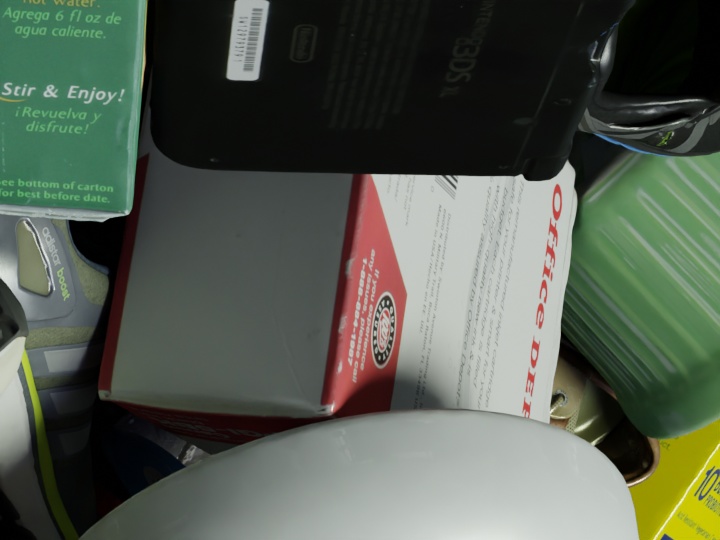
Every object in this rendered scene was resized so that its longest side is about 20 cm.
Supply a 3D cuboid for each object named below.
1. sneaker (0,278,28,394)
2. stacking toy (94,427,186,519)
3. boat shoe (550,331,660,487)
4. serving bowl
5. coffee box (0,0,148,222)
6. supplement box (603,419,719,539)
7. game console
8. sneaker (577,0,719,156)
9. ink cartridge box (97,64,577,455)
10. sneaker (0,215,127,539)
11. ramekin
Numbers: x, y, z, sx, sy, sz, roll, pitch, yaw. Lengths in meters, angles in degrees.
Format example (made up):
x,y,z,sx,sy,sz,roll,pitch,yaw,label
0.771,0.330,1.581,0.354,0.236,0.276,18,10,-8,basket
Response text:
x,y,z,sx,sy,sz,roll,pitch,yaw,label
-0.183,0.058,0.668,0.199,0.070,0.094,-26,150,-20,sneaker
-0.117,0.162,0.900,0.200,0.116,0.110,-38,146,-3,stacking toy
0.062,0.046,1.031,0.200,0.074,0.076,17,115,-48,boat shoe
-0.001,0.126,0.782,0.199,0.066,0.201,-11,146,-8,serving bowl
-0.070,-0.127,0.613,0.123,0.044,0.201,-92,-172,-46,coffee box
0.152,0.046,1.170,0.200,0.109,0.109,-55,153,0,supplement box
0.035,-0.110,0.643,0.200,0.175,0.117,105,-14,-70,game console
0.110,-0.071,0.825,0.199,0.082,0.071,-2,99,-49,sneaker
0.000,0.000,0.839,0.200,0.082,0.148,40,56,-63,ink cartridge box
-0.102,0.032,0.787,0.081,0.074,0.200,-46,154,-24,sneaker
0.147,-0.039,0.995,0.200,0.098,0.200,-47,-173,7,ramekin
